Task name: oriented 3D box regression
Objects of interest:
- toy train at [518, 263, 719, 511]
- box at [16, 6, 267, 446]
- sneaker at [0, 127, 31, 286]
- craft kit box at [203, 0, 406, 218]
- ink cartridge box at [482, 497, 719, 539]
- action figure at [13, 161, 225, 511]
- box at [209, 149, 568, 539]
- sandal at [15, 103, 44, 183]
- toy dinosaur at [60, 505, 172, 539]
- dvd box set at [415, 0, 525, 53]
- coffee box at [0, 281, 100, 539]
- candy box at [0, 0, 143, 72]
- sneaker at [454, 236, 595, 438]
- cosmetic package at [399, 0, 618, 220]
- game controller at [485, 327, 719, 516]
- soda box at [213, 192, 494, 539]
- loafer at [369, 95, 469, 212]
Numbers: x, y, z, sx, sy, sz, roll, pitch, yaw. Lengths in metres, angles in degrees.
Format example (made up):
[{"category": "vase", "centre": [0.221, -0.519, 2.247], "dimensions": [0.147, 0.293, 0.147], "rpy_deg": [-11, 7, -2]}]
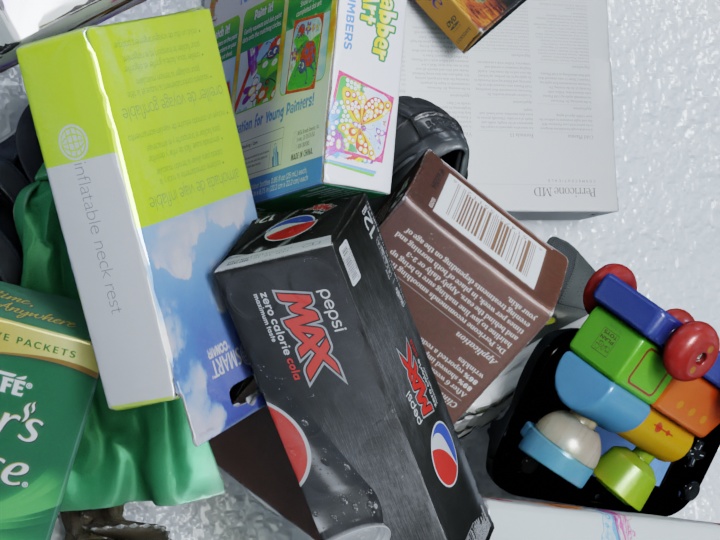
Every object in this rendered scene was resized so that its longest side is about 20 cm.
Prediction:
[{"category": "toy train", "centre": [0.176, 0.088, 1.140], "dimensions": [0.200, 0.085, 0.116], "rpy_deg": [32, 95, -46]}, {"category": "box", "centre": [-0.095, -0.023, 0.985], "dimensions": [0.122, 0.047, 0.202], "rpy_deg": [-26, 105, -64]}, {"category": "sneaker", "centre": [-0.202, -0.009, 1.064], "dimensions": [0.079, 0.079, 0.200], "rpy_deg": [48, 67, -12]}, {"category": "craft kit box", "centre": [-0.036, -0.128, 1.085], "dimensions": [0.048, 0.200, 0.199], "rpy_deg": [6, 83, -25]}, {"category": "ink cartridge box", "centre": [0.116, 0.208, 1.150], "dimensions": [0.199, 0.145, 0.146], "rpy_deg": [9, 82, -24]}, {"category": "action figure", "centre": [-0.138, 0.021, 1.038], "dimensions": [0.117, 0.055, 0.202], "rpy_deg": [-6, 101, 1]}, {"category": "box", "centre": [0.011, 0.046, 1.069], "dimensions": [0.100, 0.200, 0.075], "rpy_deg": [38, 26, -5]}, {"category": "sandal", "centre": [-0.117, -0.009, 1.089], "dimensions": [0.201, 0.043, 0.076], "rpy_deg": [57, 45, -30]}, {"category": "toy dinosaur", "centre": [-0.116, 0.204, 1.083], "dimensions": [0.102, 0.077, 0.201], "rpy_deg": [-35, 96, -11]}, {"category": "dvd box set", "centre": [0.043, -0.244, 1.190], "dimensions": [0.200, 0.029, 0.146], "rpy_deg": [48, 58, 1]}, {"category": "coffee box", "centre": [-0.207, 0.098, 1.004], "dimensions": [0.122, 0.044, 0.201], "rpy_deg": [17, 111, -11]}, {"category": "candy box", "centre": [-0.148, -0.164, 1.036], "dimensions": [0.167, 0.200, 0.072], "rpy_deg": [-30, 98, -25]}, {"category": "sneaker", "centre": [0.064, 0.046, 1.194], "dimensions": [0.199, 0.075, 0.085], "rpy_deg": [-23, 75, -24]}, {"category": "cosmetic package", "centre": [0.056, -0.107, 1.206], "dimensions": [0.199, 0.052, 0.152], "rpy_deg": [0, 83, -24]}, {"category": "game controller", "centre": [0.154, 0.092, 1.193], "dimensions": [0.199, 0.042, 0.105], "rpy_deg": [14, 112, -46]}, {"category": "soda box", "centre": [-0.001, 0.068, 1.006], "dimensions": [0.063, 0.070, 0.201], "rpy_deg": [-58, 131, -60]}, {"category": "loafer", "centre": [0.000, 0.000, 1.123], "dimensions": [0.068, 0.070, 0.202], "rpy_deg": [17, 108, -32]}]
